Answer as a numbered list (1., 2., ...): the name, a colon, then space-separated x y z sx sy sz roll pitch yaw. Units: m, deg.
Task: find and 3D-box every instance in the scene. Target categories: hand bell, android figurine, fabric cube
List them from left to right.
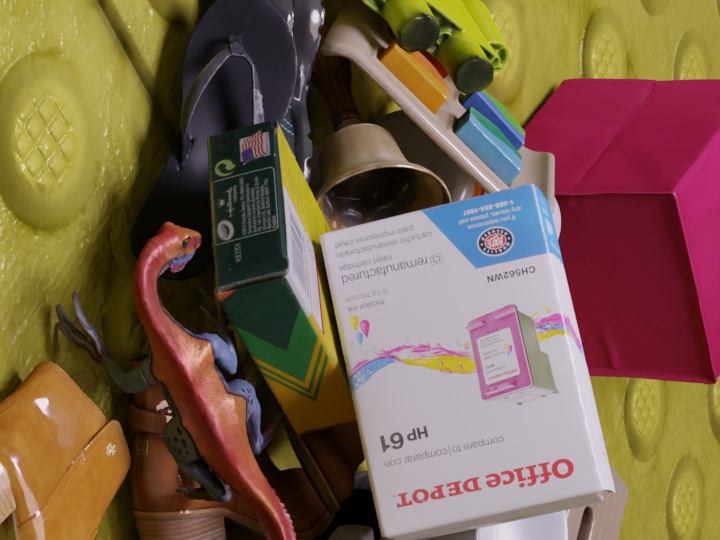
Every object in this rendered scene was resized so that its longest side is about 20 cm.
1. hand bell: -0.010 -0.108 1.471 0.104 0.104 0.200 50 18 -48
2. android figurine: 0.035 -0.212 1.523 0.182 0.041 0.200 34 22 -36
3. fabric cube: 0.242 -0.038 1.827 0.199 0.200 0.196 -49 133 -44

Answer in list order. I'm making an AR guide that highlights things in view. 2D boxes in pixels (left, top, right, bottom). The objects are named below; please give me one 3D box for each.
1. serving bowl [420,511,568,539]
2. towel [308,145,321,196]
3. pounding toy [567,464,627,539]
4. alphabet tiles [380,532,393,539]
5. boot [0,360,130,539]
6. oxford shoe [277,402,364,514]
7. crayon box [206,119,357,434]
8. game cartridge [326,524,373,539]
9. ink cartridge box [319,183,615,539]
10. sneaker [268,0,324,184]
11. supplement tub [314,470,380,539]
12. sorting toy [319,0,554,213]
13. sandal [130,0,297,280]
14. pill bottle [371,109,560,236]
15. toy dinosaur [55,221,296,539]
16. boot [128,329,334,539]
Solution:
1. serving bowl: 0.085 0.194 1.436 0.200 0.066 0.200 -4 90 -68
2. towel: 0.000 0.000 1.475 0.200 0.034 0.133 32 55 -9
3. pounding toy: 0.108 0.226 1.623 0.142 0.184 0.200 48 51 -49
4. alphabet tiles: 0.042 0.250 1.417 0.167 0.008 0.200 47 45 -57
5. boot: -0.178 0.168 1.246 0.144 0.071 0.201 -49 126 -43
6. oxford shoe: -0.014 0.102 1.424 0.200 0.071 0.071 -94 160 -70
7. crayon box: -0.042 0.016 1.329 0.200 0.051 0.127 64 15 -49
8. game cartridge: -0.013 0.278 1.328 0.130 0.038 0.200 -48 135 -72
9. ink cartridge box: 0.068 0.062 1.311 0.085 0.144 0.200 35 42 -78
10. sneaker: -0.073 -0.112 1.419 0.079 0.075 0.200 6 80 -14
11. supplement tub: -0.007 0.250 1.491 0.200 0.122 0.123 -55 136 -42
12. sorting toy: 0.065 -0.124 1.504 0.200 0.036 0.185 39 17 -7
13. sandal: -0.091 -0.089 1.353 0.043 0.076 0.200 134 -28 -80
14. pill bottle: 0.079 -0.053 1.632 0.200 0.113 0.113 18 75 -58
15. toy dinosaur: -0.089 0.063 1.259 0.105 0.200 0.182 -37 148 -16
16. boot: -0.090 0.116 1.410 0.200 0.077 0.155 -14 99 -51
